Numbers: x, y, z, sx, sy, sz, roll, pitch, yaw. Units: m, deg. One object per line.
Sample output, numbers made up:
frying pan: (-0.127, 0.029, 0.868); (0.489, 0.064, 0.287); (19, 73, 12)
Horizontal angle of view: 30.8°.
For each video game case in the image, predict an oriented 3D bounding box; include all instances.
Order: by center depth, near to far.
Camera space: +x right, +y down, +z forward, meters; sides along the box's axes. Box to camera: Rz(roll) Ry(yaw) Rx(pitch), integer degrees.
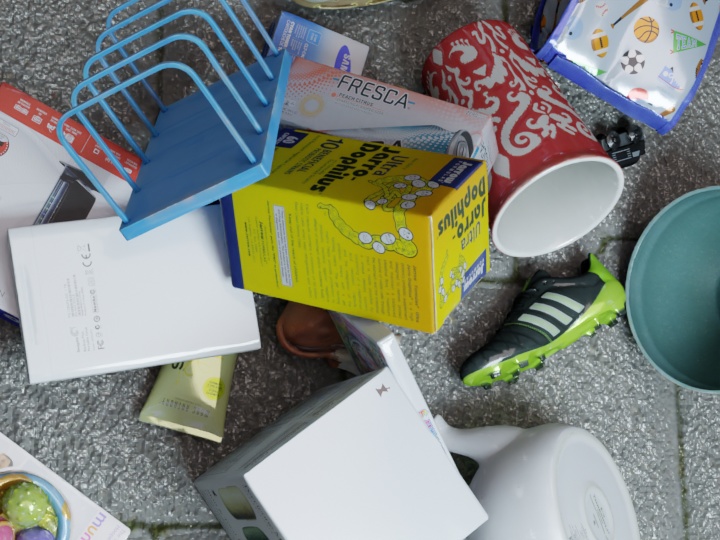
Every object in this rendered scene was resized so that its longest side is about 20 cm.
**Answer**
video game case: (0.034, 0.117, 1.143); (0.018, 0.143, 0.200); (-31, 114, -11)

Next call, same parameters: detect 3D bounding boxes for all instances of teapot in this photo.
teapot: (0.158, 0.245, 1.201); (0.197, 0.146, 0.201); (38, 42, -39)

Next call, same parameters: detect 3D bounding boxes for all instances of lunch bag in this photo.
lunch bag: (0.273, -0.257, 1.342); (0.170, 0.124, 0.201); (27, 65, -13)

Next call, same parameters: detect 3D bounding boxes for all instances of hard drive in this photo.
hard drive: (-0.194, 0.018, 1.127); (0.199, 0.027, 0.132); (-8, 83, -20)

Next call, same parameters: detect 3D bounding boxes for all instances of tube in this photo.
tube: (-0.134, 0.050, 1.184); (0.052, 0.058, 0.201); (32, 70, -50)

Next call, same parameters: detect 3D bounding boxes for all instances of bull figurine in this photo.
bull figurine: (0.000, 0.000, 1.225); (0.121, 0.065, 0.200); (31, 83, -13)

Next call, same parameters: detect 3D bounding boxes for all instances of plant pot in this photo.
plant pot: (0.386, 0.024, 1.305); (0.134, 0.200, 0.201); (8, 76, -45)

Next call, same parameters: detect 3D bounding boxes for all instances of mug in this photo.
mug: (0.152, -0.122, 1.256); (0.133, 0.178, 0.200); (-32, 58, 9)

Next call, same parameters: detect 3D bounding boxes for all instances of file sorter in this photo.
file sorter: (-0.154, -0.151, 1.098); (0.123, 0.138, 0.200); (57, 22, -30)

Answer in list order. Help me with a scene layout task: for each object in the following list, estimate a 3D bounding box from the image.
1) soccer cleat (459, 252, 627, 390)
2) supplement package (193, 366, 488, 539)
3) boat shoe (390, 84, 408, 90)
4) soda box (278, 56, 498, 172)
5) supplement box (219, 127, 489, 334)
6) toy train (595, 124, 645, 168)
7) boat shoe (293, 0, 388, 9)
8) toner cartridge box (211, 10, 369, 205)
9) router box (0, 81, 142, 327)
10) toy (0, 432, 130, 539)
soccer cleat: (0.171, 0.050, 1.286); (0.200, 0.068, 0.081); (-26, 71, -22)
supplement package: (-0.024, 0.194, 1.112); (0.150, 0.200, 0.152); (-35, 92, -21)
boat shoe: (0.065, -0.088, 1.261); (0.068, 0.075, 0.200); (-41, 109, -41)
soda box: (0.018, -0.123, 1.161); (0.199, 0.064, 0.069); (20, 70, 22)
supplement box: (-0.004, -0.038, 1.098); (0.109, 0.199, 0.110); (-45, 139, -48)
toy train: (0.209, -0.105, 1.339); (0.199, 0.034, 0.046); (-18, 97, -21)
boat shoe: (0.014, -0.300, 1.290); (0.199, 0.066, 0.074); (-14, 84, -34)
toner cartridge box: (-0.066, -0.137, 1.244); (0.095, 0.043, 0.201); (20, 74, -15)
router box: (-0.270, -0.037, 1.152); (0.200, 0.049, 0.180); (29, 72, -12)
toy: (-0.303, 0.208, 1.096); (0.200, 0.047, 0.115); (39, 72, -8)
